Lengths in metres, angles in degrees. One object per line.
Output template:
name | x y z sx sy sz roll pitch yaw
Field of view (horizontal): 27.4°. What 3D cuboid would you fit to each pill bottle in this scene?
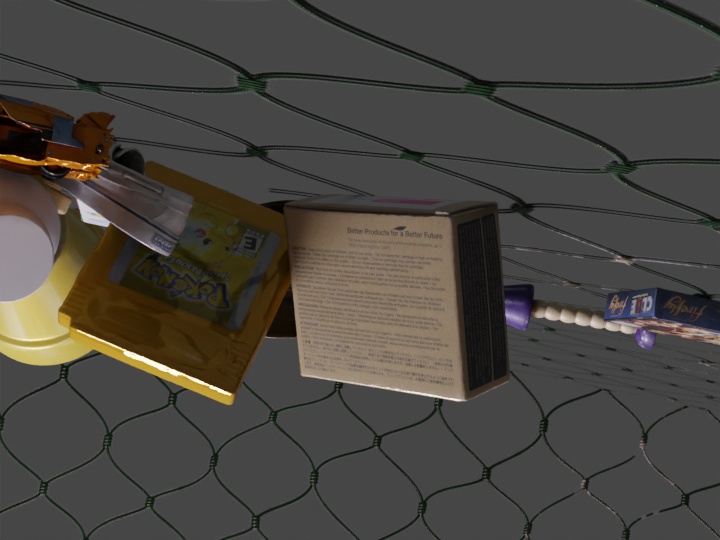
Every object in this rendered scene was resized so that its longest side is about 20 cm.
pill bottle | -0.329 -0.049 1.315 0.111 0.113 0.200 14 -163 -26

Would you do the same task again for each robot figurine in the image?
robot figurine | -0.305 -0.117 1.212 0.199 0.059 0.145 12 173 -15

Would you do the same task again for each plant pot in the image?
plant pot | -0.403 -0.005 1.825 0.199 0.202 0.189 10 159 6

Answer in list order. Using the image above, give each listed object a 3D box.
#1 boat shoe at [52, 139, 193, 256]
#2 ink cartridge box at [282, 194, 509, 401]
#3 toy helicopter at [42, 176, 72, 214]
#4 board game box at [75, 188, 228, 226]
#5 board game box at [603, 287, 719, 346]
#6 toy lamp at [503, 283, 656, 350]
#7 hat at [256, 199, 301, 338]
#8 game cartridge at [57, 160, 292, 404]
boat shoe | -0.219 -0.082 1.325 0.199 0.066 0.073 33 -179 32
ink cartridge box | 0.031 0.019 1.318 0.199 0.166 0.075 6 -165 42
toy helicopter | -0.383 -0.106 1.477 0.199 0.079 0.132 25 178 -20
board game box | -0.223 -0.068 1.579 0.152 0.041 0.200 12 173 -8
board game box | 0.393 0.059 1.669 0.198 0.035 0.135 12 173 -12
toy lamp | 0.253 0.054 1.769 0.198 0.059 0.058 11 174 3
hat | -0.078 -0.020 1.458 0.199 0.201 0.081 8 136 20
game cartridge | -0.158 0.007 1.348 0.175 0.201 0.033 22 143 2
